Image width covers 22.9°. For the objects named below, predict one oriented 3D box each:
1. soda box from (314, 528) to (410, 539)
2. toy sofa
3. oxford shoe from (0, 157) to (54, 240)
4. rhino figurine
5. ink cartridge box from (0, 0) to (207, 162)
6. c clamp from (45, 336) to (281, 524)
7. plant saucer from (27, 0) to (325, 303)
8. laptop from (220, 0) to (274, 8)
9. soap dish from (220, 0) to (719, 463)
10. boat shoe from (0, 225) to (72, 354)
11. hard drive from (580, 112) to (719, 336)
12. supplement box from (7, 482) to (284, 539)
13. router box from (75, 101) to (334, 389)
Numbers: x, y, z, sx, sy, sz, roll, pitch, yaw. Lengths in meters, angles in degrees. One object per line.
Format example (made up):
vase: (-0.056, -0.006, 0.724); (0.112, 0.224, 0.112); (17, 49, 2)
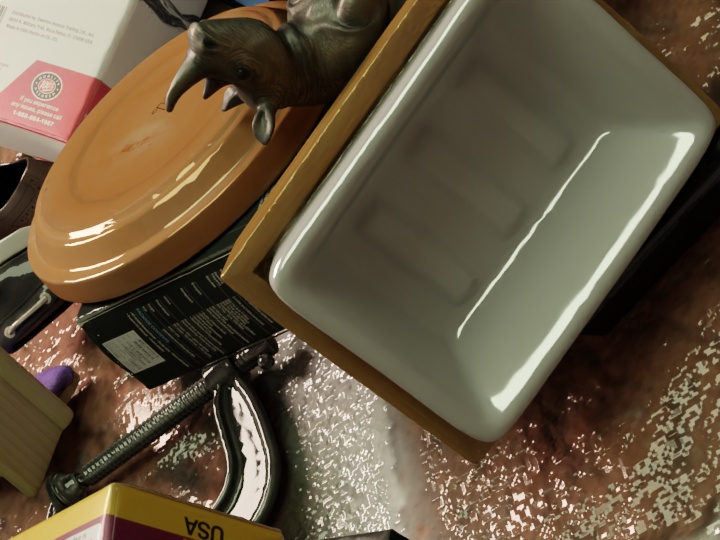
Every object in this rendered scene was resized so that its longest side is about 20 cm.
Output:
soda box: (-0.006, 0.223, 0.798); (0.070, 0.063, 0.201); (-14, 53, 35)
toy sofa: (-0.273, 0.098, 1.091); (0.199, 0.083, 0.098); (-20, 38, 34)
oxford shoe: (-0.265, -0.036, 1.202); (0.199, 0.072, 0.072); (-20, 52, 32)
rhino figurine: (-0.007, -0.123, 0.837); (0.200, 0.088, 0.060); (-33, 48, -18)
ink cartridge box: (-0.188, -0.177, 1.181); (0.144, 0.084, 0.201); (18, 79, 26)
c clamp: (-0.113, 0.110, 1.004); (0.200, 0.027, 0.171); (-41, 49, 14)
plant saucer: (-0.099, -0.069, 0.930); (0.200, 0.032, 0.201); (-30, 31, 21)
laptop: (-0.027, -0.244, 1.104); (0.103, 0.200, 0.178); (35, 89, 12)
soap dish: (0.048, -0.038, 0.802); (0.200, 0.157, 0.081); (-54, 24, -2)
boat shoe: (-0.155, -0.023, 1.103); (0.199, 0.074, 0.060); (-33, 84, -1)
hard drive: (0.103, -0.059, 0.906); (0.135, 0.042, 0.200); (-48, 41, 7)
supplement box: (-0.116, 0.220, 0.840); (0.131, 0.103, 0.201); (-29, 48, 47)
router box: (-0.054, -0.047, 0.941); (0.149, 0.062, 0.201); (-25, 34, 32)
